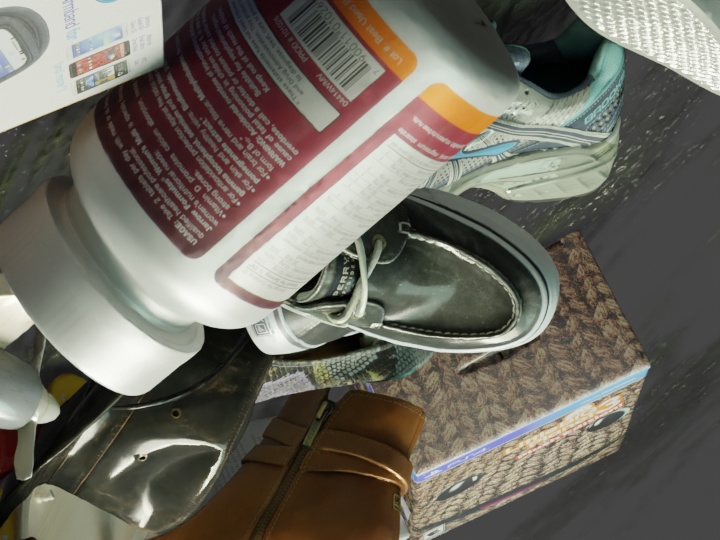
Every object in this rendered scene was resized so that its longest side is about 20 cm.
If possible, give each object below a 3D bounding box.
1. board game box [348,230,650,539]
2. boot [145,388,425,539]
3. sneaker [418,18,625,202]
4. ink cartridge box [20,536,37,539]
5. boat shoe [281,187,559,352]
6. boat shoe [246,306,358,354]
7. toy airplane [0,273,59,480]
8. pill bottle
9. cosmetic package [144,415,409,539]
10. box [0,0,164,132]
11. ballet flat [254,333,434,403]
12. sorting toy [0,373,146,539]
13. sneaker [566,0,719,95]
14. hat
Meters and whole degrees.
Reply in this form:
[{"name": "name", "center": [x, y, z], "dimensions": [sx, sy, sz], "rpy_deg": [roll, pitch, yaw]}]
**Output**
[{"name": "board game box", "center": [0.083, 0.079, 1.660], "dimensions": [0.159, 0.097, 0.200], "rpy_deg": [-25, 163, -7]}, {"name": "boot", "center": [-0.064, 0.130, 1.456], "dimensions": [0.200, 0.155, 0.077], "rpy_deg": [5, 158, 38]}, {"name": "sneaker", "center": [0.036, -0.075, 1.215], "dimensions": [0.200, 0.078, 0.086], "rpy_deg": [-15, 138, -29]}, {"name": "ink cartridge box", "center": [-0.163, 0.209, 1.186], "dimensions": [0.083, 0.145, 0.200], "rpy_deg": [-15, -178, -8]}, {"name": "boat shoe", "center": [-0.013, -0.004, 1.134], "dimensions": [0.071, 0.200, 0.072], "rpy_deg": [-72, 178, -71]}, {"name": "boat shoe", "center": [0.000, 0.000, 1.272], "dimensions": [0.057, 0.069, 0.200], "rpy_deg": [-13, -173, 19]}, {"name": "toy airplane", "center": [-0.224, 0.079, 1.128], "dimensions": [0.199, 0.141, 0.200], "rpy_deg": [-21, 163, -16]}, {"name": "pill bottle", "center": [-0.044, -0.047, 1.038], "dimensions": [0.200, 0.110, 0.110], "rpy_deg": [-40, 160, 15]}, {"name": "cosmetic package", "center": [-0.075, 0.153, 1.638], "dimensions": [0.200, 0.101, 0.071], "rpy_deg": [-7, 155, -47]}, {"name": "box", "center": [-0.147, -0.083, 0.940], "dimensions": [0.200, 0.041, 0.119], "rpy_deg": [-21, 162, -10]}, {"name": "ballet flat", "center": [-0.022, 0.030, 1.424], "dimensions": [0.200, 0.072, 0.072], "rpy_deg": [-11, 157, -45]}, {"name": "sorting toy", "center": [-0.211, 0.155, 1.402], "dimensions": [0.180, 0.107, 0.200], "rpy_deg": [-23, -155, 29]}, {"name": "sneaker", "center": [0.157, -0.139, 1.212], "dimensions": [0.074, 0.082, 0.200], "rpy_deg": [3, 165, 38]}, {"name": "hat", "center": [-0.094, 0.068, 1.250], "dimensions": [0.201, 0.081, 0.201], "rpy_deg": [-50, -172, 9]}]
